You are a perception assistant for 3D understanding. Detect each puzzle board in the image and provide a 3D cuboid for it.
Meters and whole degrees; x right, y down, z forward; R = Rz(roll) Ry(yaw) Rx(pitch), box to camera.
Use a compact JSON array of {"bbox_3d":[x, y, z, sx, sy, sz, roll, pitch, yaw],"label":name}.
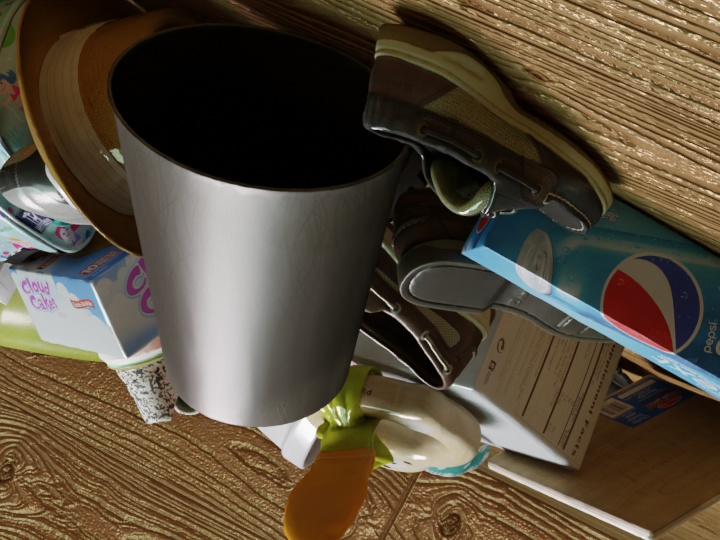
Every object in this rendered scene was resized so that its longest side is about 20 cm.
[{"bbox_3d":[0.215,0.138,1.745,0.151,0.017,0.200,21,-150,38],"label":"puzzle board"}]

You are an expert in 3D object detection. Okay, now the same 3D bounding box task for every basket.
[{"bbox_3d":[-0.058,-0.018,1.359,0.180,0.136,0.200,23,136,22],"label":"basket"}]

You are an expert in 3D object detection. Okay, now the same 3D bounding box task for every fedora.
[{"bbox_3d":[-0.126,-0.104,1.445,0.082,0.201,0.201,-22,144,26],"label":"fedora"}]

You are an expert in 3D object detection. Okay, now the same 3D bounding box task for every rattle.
[{"bbox_3d":[0.024,0.154,1.642,0.130,0.143,0.200,-4,156,7],"label":"rattle"}]

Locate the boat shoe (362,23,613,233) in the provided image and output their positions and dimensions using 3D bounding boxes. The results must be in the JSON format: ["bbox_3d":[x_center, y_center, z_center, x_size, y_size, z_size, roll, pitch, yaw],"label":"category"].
[{"bbox_3d":[0.062,-0.060,1.240,0.072,0.066,0.201,22,170,40],"label":"boat shoe"}]

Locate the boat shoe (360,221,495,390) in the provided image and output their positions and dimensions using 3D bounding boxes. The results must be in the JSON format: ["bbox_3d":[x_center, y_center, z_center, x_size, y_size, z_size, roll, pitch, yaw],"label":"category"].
[{"bbox_3d":[-0.005,0.007,1.474,0.202,0.075,0.075,33,160,-19],"label":"boat shoe"}]

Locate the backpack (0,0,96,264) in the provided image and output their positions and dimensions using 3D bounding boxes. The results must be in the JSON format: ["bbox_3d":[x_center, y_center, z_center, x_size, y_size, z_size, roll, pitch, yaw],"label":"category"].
[{"bbox_3d":[-0.248,-0.116,1.603,0.200,0.178,0.151,33,150,-31],"label":"backpack"}]

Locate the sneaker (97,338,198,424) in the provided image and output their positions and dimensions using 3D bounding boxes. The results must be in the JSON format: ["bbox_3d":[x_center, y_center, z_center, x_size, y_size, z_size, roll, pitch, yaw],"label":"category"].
[{"bbox_3d":[-0.138,0.062,1.749,0.077,0.089,0.200,-11,-170,20],"label":"sneaker"}]

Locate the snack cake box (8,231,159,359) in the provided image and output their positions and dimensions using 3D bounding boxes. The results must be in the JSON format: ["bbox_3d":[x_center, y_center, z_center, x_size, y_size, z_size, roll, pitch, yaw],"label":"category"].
[{"bbox_3d":[-0.137,-0.022,1.686,0.115,0.200,0.067,10,130,50],"label":"snack cake box"}]

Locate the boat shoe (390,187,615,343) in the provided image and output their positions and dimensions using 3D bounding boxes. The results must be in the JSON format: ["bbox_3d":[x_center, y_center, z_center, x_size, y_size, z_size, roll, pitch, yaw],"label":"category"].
[{"bbox_3d":[0.112,-0.008,1.444,0.200,0.068,0.072,15,141,-30],"label":"boat shoe"}]

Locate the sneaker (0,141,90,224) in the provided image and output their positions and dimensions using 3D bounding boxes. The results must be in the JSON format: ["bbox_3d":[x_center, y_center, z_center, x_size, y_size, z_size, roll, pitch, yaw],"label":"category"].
[{"bbox_3d":[-0.159,-0.063,1.544,0.079,0.074,0.200,-10,172,28],"label":"sneaker"}]

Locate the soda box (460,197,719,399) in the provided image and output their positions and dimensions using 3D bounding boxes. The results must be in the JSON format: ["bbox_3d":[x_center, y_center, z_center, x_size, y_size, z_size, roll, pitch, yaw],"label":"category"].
[{"bbox_3d":[0.163,0.009,1.362,0.200,0.064,0.068,28,173,-7],"label":"soda box"}]

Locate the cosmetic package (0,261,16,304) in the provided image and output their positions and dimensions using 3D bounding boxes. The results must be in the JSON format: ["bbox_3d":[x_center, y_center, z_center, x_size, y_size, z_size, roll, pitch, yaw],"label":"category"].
[{"bbox_3d":[-0.269,-0.089,1.766,0.113,0.200,0.081,25,172,5],"label":"cosmetic package"}]

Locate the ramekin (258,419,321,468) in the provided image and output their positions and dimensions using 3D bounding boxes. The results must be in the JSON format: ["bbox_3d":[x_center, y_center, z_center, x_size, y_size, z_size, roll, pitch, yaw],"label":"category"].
[{"bbox_3d":[-0.027,0.047,1.854,0.105,0.200,0.200,37,174,6],"label":"ramekin"}]

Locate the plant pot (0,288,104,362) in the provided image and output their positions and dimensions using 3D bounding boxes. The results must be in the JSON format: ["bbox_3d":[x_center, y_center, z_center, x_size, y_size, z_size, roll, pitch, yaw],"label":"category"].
[{"bbox_3d":[-0.235,-0.013,1.888,0.193,0.200,0.200,-3,-174,-24],"label":"plant pot"}]

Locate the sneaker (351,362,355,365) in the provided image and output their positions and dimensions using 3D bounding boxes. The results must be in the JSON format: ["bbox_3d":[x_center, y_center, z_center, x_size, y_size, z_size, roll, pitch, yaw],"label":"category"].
[{"bbox_3d":[0.000,0.000,1.694,0.081,0.088,0.200,12,126,31],"label":"sneaker"}]

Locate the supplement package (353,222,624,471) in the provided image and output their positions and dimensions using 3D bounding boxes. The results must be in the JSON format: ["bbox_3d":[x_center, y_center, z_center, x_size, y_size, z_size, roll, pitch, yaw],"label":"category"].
[{"bbox_3d":[0.090,0.049,1.663,0.117,0.117,0.200,15,167,30],"label":"supplement package"}]

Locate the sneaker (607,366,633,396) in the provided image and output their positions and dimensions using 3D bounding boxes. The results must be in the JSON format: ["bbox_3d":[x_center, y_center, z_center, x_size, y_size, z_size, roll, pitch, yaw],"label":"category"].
[{"bbox_3d":[0.137,0.089,1.916,0.200,0.091,0.076,24,170,21],"label":"sneaker"}]

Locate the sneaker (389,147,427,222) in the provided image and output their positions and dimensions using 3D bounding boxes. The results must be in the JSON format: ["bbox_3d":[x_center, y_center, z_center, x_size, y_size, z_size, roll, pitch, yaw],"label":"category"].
[{"bbox_3d":[-0.041,-0.082,1.526,0.200,0.074,0.088,2,144,50],"label":"sneaker"}]
